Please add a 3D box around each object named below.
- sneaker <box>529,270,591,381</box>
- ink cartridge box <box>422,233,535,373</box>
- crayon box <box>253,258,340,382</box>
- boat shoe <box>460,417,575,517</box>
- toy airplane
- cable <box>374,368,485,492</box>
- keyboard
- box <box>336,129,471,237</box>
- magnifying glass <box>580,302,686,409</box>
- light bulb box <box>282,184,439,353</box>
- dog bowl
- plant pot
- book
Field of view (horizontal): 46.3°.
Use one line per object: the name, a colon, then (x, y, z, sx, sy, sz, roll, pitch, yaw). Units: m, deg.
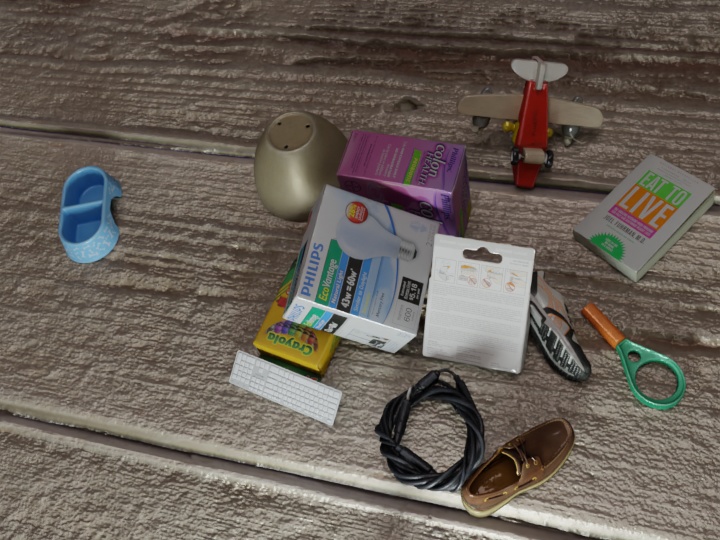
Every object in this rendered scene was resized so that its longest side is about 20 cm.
sneaker: (0.305, 0.080, 1.318, 0.079, 0.074, 0.201, -22, 64, -21)
ink cartridge box: (0.184, 0.048, 1.304, 0.158, 0.050, 0.203, 9, 106, 17)
crayon box: (-0.092, 0.091, 1.406, 0.125, 0.051, 0.202, 16, 66, 19)
boat shoe: (0.231, 0.281, 1.221, 0.199, 0.068, 0.072, -34, 60, -8)
toy airplane: (0.296, -0.275, 1.480, 0.199, 0.141, 0.201, -41, 93, 1)
cable: (0.103, 0.243, 1.251, 0.161, 0.051, 0.201, -26, 44, 5)
keyboard: (-0.123, 0.188, 1.365, 0.197, 0.011, 0.057, 19, 100, 20)
box: (0.079, -0.133, 1.423, 0.197, 0.177, 0.098, 10, 62, 16)
magnifying glass: (0.415, 0.127, 1.297, 0.079, 0.022, 0.201, -34, 59, -8)
light bulb box: (0.000, 0.000, 1.341, 0.197, 0.125, 0.201, 17, 68, -9)
dog bowl: (-0.521, -0.113, 1.611, 0.110, 0.050, 0.203, -10, 60, 6)
plant pot: (-0.112, -0.210, 1.532, 0.197, 0.135, 0.203, -5, 60, 9)
book: (0.469, -0.091, 1.399, 0.200, 0.048, 0.133, -43, 58, -11)
